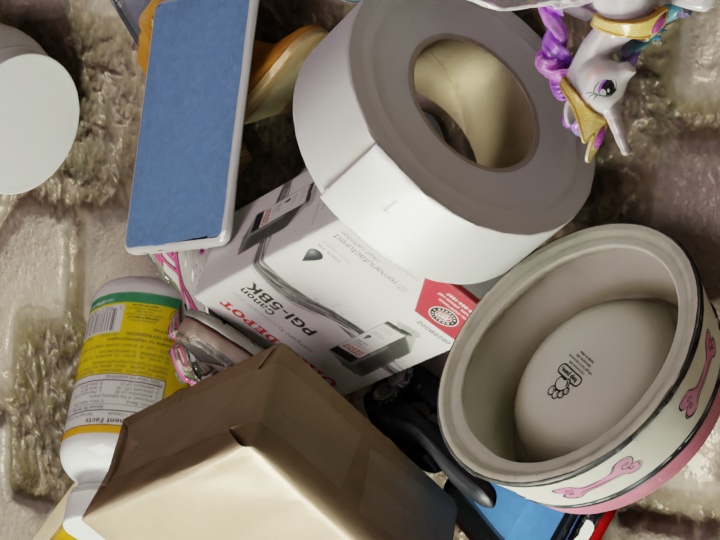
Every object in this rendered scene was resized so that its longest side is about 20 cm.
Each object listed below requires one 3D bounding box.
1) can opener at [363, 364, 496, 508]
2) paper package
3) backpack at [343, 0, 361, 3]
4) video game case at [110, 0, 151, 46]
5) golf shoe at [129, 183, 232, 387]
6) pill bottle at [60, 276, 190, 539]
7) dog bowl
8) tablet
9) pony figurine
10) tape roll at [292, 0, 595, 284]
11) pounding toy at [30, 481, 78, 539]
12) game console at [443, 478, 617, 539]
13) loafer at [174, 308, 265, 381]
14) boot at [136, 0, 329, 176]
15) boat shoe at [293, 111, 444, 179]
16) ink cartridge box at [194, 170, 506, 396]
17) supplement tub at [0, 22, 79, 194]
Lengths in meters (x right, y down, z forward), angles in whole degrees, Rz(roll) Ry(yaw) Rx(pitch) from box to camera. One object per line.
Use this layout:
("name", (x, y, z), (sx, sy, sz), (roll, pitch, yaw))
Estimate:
("can opener", (0.064, 0.115, 1.672), (0.079, 0.063, 0.200), (45, 172, -28))
("paper package", (-0.065, 0.176, 1.688), (0.190, 0.104, 0.200), (-27, 121, 36))
("backpack", (0.025, -0.280, 1.579), (0.167, 0.126, 0.200), (43, 132, 26))
("video game case", (-0.162, -0.294, 1.852), (0.143, 0.019, 0.200), (58, 134, 18))
("golf shoe", (-0.116, -0.008, 1.807), (0.092, 0.072, 0.201), (-32, 71, 45))
("pill bottle", (-0.176, 0.116, 1.850), (0.113, 0.113, 0.201), (-20, 52, 47))
("dog bowl", (0.151, 0.070, 1.513), (0.200, 0.074, 0.201), (-26, 41, 25))
("tablet", (-0.125, -0.113, 1.742), (0.130, 0.014, 0.201), (-5, 75, 49))
("pony figurine", (0.140, -0.194, 1.482), (0.193, 0.166, 0.200), (40, 112, 23))
("tape roll", (0.056, -0.094, 1.541), (0.071, 0.202, 0.203), (-40, 72, 44))
("pounding toy", (-0.177, 0.261, 1.932), (0.200, 0.142, 0.184), (57, 135, 19))
("game console", (0.111, 0.164, 1.624), (0.118, 0.172, 0.200), (28, 125, 7))
("loafer", (-0.063, 0.106, 1.727), (0.063, 0.200, 0.072), (-56, 24, -9))
("boot", (-0.108, -0.171, 1.790), (0.144, 0.071, 0.201), (59, 139, 16))
("boat shoe", (-0.015, -0.050, 1.728), (0.200, 0.067, 0.074), (-41, 71, 44))
("ink cartridge box", (0.000, 0.000, 1.662), (0.147, 0.083, 0.200), (37, 143, -22))
("supplement tub", (-0.350, -0.152, 1.997), (0.200, 0.145, 0.146), (23, 117, 40))
